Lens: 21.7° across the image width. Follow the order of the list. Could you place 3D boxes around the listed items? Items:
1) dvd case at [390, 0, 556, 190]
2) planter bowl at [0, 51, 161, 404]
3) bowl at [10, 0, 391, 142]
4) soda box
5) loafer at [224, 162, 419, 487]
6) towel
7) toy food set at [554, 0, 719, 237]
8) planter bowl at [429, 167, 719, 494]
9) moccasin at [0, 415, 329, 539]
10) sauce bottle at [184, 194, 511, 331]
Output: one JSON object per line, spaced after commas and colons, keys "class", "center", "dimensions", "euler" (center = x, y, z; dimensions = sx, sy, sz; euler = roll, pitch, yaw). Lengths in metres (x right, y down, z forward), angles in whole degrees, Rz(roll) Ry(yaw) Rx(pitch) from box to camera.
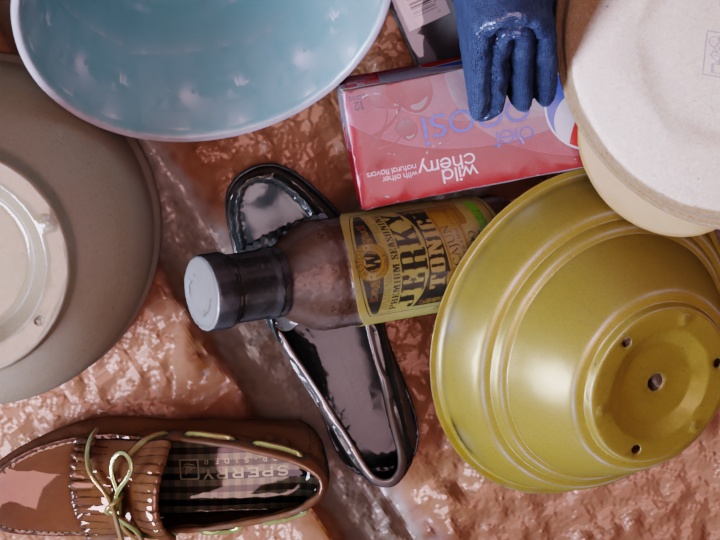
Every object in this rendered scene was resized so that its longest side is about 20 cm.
{"class": "dvd case", "center": [0.124, -0.152, 1.076], "dimensions": [0.199, 0.022, 0.147], "euler": [-25, 100, 1]}
{"class": "planter bowl", "center": [-0.211, -0.013, 1.025], "dimensions": [0.198, 0.135, 0.202], "euler": [-1, 101, -3]}
{"class": "bowl", "center": [-0.088, -0.175, 0.994], "dimensions": [0.199, 0.106, 0.202], "euler": [-8, 140, -7]}
{"class": "soda box", "center": [0.089, -0.089, 1.043], "dimensions": [0.198, 0.063, 0.071], "euler": [-10, 102, 0]}
{"class": "loafer", "center": [-0.017, 0.032, 1.079], "dimensions": [0.071, 0.063, 0.201], "euler": [-26, 101, 1]}
{"class": "towel", "center": [0.068, -0.188, 0.977], "dimensions": [0.048, 0.112, 0.202], "euler": [-6, 68, 0]}
{"class": "toy food set", "center": [0.192, -0.111, 0.942], "dimensions": [0.197, 0.049, 0.202], "euler": [-3, 107, 30]}
{"class": "planter bowl", "center": [0.144, 0.049, 1.044], "dimensions": [0.199, 0.083, 0.202], "euler": [-9, 112, -24]}
{"class": "moccasin", "center": [-0.118, 0.127, 1.083], "dimensions": [0.199, 0.078, 0.074], "euler": [2, 100, -4]}
{"class": "sauce bottle", "center": [0.000, 0.000, 1.033], "dimensions": [0.199, 0.065, 0.065], "euler": [-11, 102, -31]}
